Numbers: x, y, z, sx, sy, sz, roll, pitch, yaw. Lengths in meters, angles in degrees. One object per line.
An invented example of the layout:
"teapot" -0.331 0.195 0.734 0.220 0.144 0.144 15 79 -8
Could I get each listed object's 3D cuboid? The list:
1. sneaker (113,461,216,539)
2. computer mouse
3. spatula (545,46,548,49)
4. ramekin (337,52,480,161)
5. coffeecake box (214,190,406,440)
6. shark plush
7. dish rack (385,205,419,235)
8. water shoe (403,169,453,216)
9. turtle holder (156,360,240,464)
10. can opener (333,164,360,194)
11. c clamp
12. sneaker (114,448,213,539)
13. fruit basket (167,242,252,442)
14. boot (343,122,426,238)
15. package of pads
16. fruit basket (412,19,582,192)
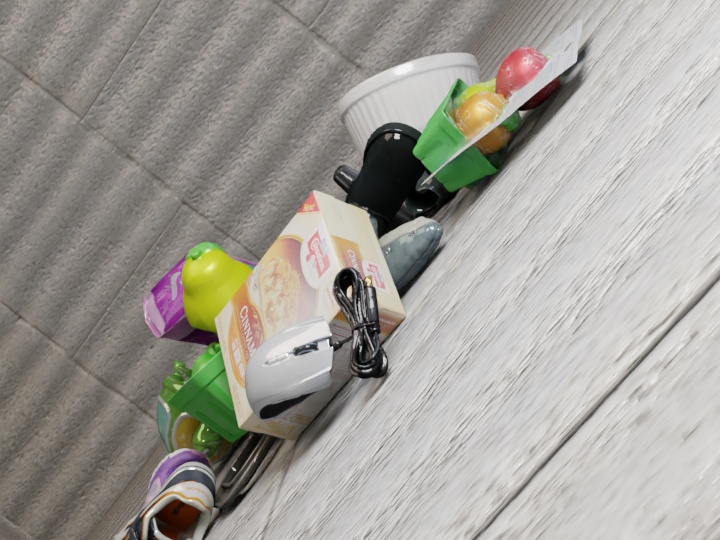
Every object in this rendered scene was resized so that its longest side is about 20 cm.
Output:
"sneaker" -0.236 0.314 1.239 0.200 0.078 0.079 -57 13 12
"computer mouse" -0.054 0.080 0.984 0.200 0.044 0.110 -36 52 39
"spatula" 0.181 -0.207 1.337 0.200 0.021 0.057 -54 -8 13
"ramekin" 0.076 -0.205 1.449 0.201 0.095 0.202 -18 -7 -2
"coffeecake box" -0.057 0.047 1.102 0.200 0.073 0.154 -50 39 28
"shark plush" 0.008 0.024 1.127 0.200 0.091 0.083 -49 35 -4
"dish rack" 0.000 0.000 1.400 0.200 0.054 0.153 -54 4 11
"water shoe" 0.074 -0.110 1.364 0.079 0.071 0.200 -56 5 -9
"turtle holder" -0.218 0.215 1.556 0.185 0.141 0.132 15 87 46
"can opener" 0.019 -0.114 1.416 0.063 0.079 0.200 -43 -4 9
"c clamp" -0.123 0.203 1.261 0.171 0.027 0.200 -54 5 -11
"sneaker" -0.251 0.322 1.374 0.201 0.080 0.088 -57 12 2
"fruit basket" -0.147 0.068 1.273 0.216 0.215 0.155 -56 8 -30
"boot" 0.008 -0.052 1.220 0.198 0.073 0.163 125 166 -57
"package of pads" -0.171 0.043 1.405 0.120 0.076 0.200 -42 -31 22
"fruit basket" 0.154 -0.172 1.132 0.200 0.094 0.185 -33 14 24
